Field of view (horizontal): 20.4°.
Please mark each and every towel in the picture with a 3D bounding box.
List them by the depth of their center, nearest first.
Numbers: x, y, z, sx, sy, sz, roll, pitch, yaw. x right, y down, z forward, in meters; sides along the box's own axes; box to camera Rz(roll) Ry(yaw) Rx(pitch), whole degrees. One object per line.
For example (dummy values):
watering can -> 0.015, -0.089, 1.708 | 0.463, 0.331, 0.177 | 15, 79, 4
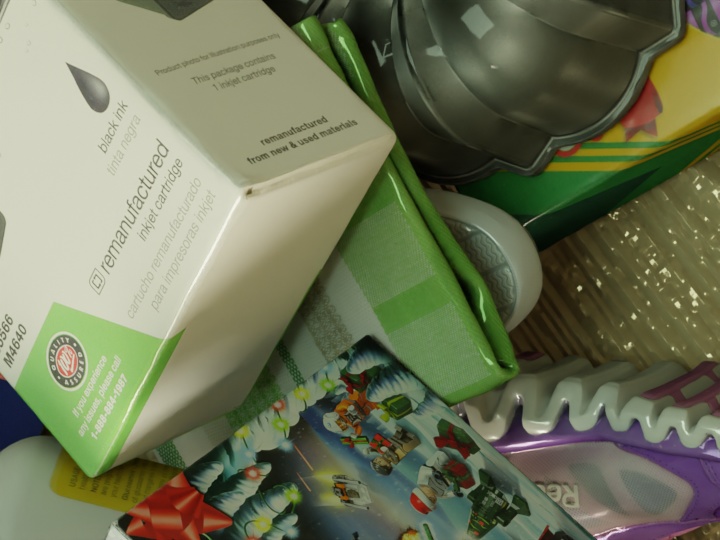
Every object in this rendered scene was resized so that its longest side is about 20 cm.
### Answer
towel -> -0.038, 0.002, 0.760 | 0.200, 0.031, 0.150 | -25, 96, 46

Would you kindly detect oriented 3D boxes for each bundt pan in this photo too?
bundt pan -> 0.022, -0.132, 0.732 | 0.201, 0.076, 0.203 | 0, 90, 35

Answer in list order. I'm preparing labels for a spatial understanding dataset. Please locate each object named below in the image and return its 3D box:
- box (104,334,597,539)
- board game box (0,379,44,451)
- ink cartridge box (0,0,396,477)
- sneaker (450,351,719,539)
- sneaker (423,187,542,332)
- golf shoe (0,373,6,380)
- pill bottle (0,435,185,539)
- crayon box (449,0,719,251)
box -> 0.028, 0.124, 0.652 | 0.200, 0.137, 0.040 | 41, 135, 14
board game box -> -0.232, 0.005, 0.921 | 0.200, 0.097, 0.160 | 46, 133, 24
ink cartridge box -> -0.105, -0.054, 0.704 | 0.200, 0.084, 0.146 | 45, 130, 18
sneaker -> 0.098, 0.080, 0.748 | 0.199, 0.080, 0.089 | 2, 98, 38
sneaker -> 0.000, 0.000, 0.791 | 0.199, 0.071, 0.073 | -9, 107, 45
golf shoe -> -0.188, -0.042, 0.811 | 0.073, 0.092, 0.201 | -63, 36, 38
pill bottle -> -0.087, 0.124, 0.721 | 0.199, 0.112, 0.113 | 15, 100, -4
crayon box -> 0.109, -0.107, 0.750 | 0.200, 0.051, 0.127 | -31, 73, 29
